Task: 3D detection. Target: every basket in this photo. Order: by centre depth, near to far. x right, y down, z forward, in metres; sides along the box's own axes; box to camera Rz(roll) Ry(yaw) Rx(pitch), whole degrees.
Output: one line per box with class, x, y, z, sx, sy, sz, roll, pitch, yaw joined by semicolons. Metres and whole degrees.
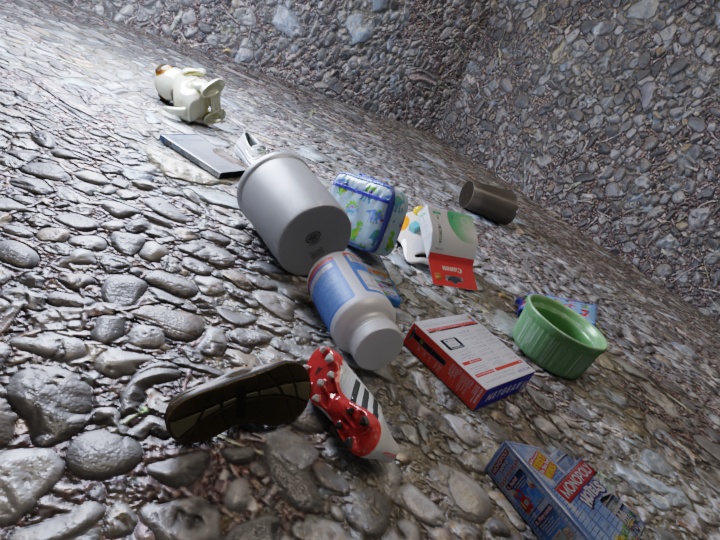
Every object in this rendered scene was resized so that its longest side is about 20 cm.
basket;0.513;-0.284;2.179;0.198;0.137;0.181;15;31;-19

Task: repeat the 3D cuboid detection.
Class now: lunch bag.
lunch bag;0.005;-0.134;1.219;0.199;0.162;0.082;27;10;39
lunch bag;0.499;0.113;1.392;0.198;0.095;0.150;25;24;18

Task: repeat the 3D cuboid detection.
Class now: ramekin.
ramekin;0.444;0.151;1.215;0.198;0.098;0.201;23;23;-10

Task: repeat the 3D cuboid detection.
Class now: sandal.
sandal;-0.141;0.149;0.633;0.199;0.083;0.054;-8;18;-43

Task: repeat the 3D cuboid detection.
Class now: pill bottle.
pill bottle;-0.009;0.065;0.882;0.111;0.113;0.200;12;27;-32

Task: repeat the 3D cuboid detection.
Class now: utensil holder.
utensil holder;-0.131;-0.113;1.055;0.169;0.171;0.200;6;31;-40

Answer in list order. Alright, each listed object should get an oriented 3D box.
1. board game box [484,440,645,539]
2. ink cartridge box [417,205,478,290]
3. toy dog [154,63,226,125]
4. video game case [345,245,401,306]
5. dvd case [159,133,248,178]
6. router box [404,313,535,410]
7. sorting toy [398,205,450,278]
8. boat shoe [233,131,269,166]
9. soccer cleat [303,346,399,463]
board game box;0.284;0.313;0.744;0.200;0.062;0.199;42;27;29
ink cartridge box;0.234;-0.057;1.360;0.159;0.050;0.202;8;59;-33
toy dog;-0.514;-0.514;1.561;0.199;0.140;0.194;38;62;21
video game case;0.000;0.000;1.152;0.142;0.018;0.201;18;24;-22
dvd case;-0.382;-0.290;1.344;0.199;0.018;0.142;33;24;13
router box;0.204;0.160;0.995;0.199;0.049;0.179;-1;36;-48
sorting toy;0.183;-0.060;1.415;0.198;0.107;0.181;22;42;-12
boat shoe;-0.277;-0.308;1.435;0.200;0.067;0.073;41;27;30
soccer cleat;-0.016;0.176;0.711;0.085;0.069;0.200;41;1;-37
